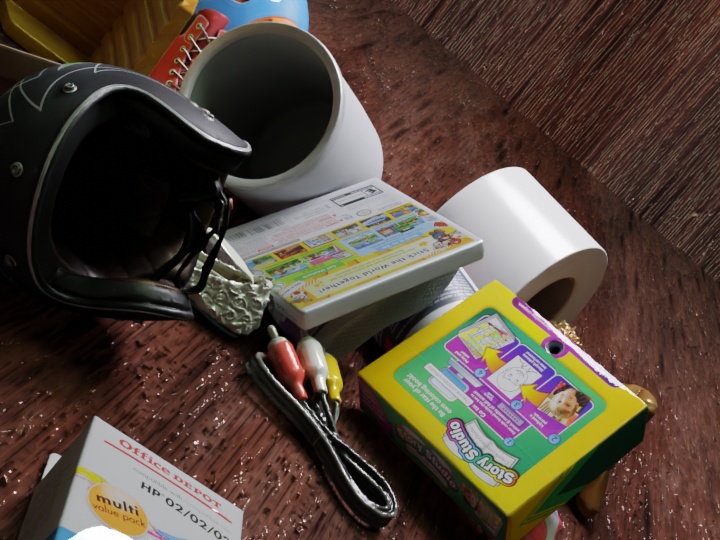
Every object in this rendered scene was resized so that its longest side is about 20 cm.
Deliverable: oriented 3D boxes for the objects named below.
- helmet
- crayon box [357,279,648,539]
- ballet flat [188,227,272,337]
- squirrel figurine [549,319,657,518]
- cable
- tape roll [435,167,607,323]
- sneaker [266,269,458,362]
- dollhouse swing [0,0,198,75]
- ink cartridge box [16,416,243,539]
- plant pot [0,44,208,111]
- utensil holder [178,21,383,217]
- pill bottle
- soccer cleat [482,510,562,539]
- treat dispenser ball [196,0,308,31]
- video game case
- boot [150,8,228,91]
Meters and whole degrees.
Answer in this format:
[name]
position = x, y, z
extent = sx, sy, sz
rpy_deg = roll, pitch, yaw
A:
[helmet]
position = -0.193, -0.059, 1.038
extent = 0.189, 0.201, 0.200
rpy_deg = 19, 23, -15
[crayon box]
position = 0.125, 0.123, 1.266
extent = 0.200, 0.172, 0.059
rpy_deg = 42, -27, 33
[ballet flat]
position = -0.159, -0.020, 1.219
extent = 0.199, 0.072, 0.072
rpy_deg = 35, 18, -16
[squirrel figurine]
position = 0.198, 0.134, 1.522
extent = 0.186, 0.142, 0.200
rpy_deg = 27, 17, -4
[cable]
position = -0.030, 0.120, 1.168
extent = 0.097, 0.050, 0.200
rpy_deg = 23, 23, -43
[tape roll]
position = 0.163, 0.002, 1.619
extent = 0.139, 0.203, 0.202
rpy_deg = 49, 19, 26
[sneaker]
position = 0.000, 0.000, 1.352
extent = 0.200, 0.073, 0.114
rpy_deg = -29, 55, -28
[dollhouse swing]
position = -0.263, -0.277, 1.400
extent = 0.181, 0.200, 0.176
rpy_deg = 36, 18, -12
[ink cartridge box]
position = -0.133, 0.163, 0.814
extent = 0.115, 0.068, 0.200
rpy_deg = 36, 17, -16
[plant pot]
position = -0.236, -0.123, 1.206
extent = 0.199, 0.093, 0.201
rpy_deg = 17, 5, -2
[utensil holder]
position = -0.075, -0.135, 1.443
extent = 0.170, 0.170, 0.200
rpy_deg = 47, 0, 20
[pill bottle]
position = 0.075, 0.056, 1.437
extent = 0.119, 0.120, 0.200
rpy_deg = 24, 24, -43
[soccer cleat]
position = 0.155, 0.216, 1.318
extent = 0.077, 0.067, 0.200
rpy_deg = 48, 18, -8
[treat dispenser ball]
position = -0.160, -0.294, 1.659
extent = 0.200, 0.201, 0.201
rpy_deg = 36, 18, -13
[video game case]
position = -0.016, -0.021, 1.318
extent = 0.199, 0.023, 0.182
rpy_deg = -21, 33, -27
[boot]
position = -0.183, -0.195, 1.465
extent = 0.072, 0.144, 0.200
rpy_deg = 31, 21, -31
